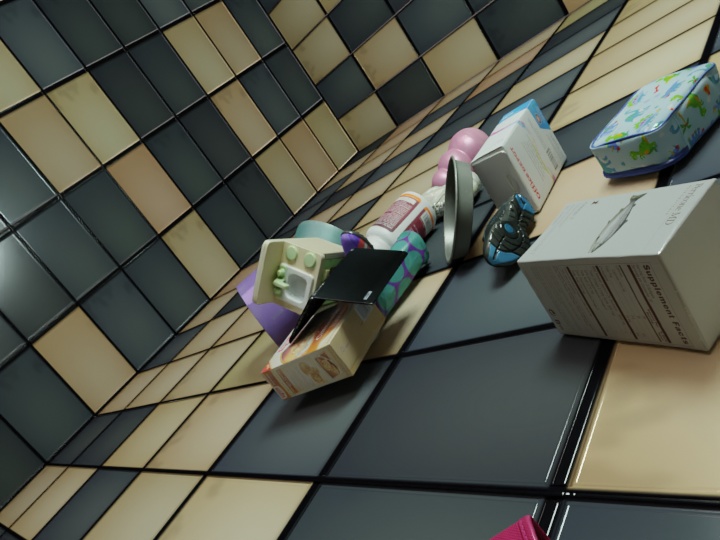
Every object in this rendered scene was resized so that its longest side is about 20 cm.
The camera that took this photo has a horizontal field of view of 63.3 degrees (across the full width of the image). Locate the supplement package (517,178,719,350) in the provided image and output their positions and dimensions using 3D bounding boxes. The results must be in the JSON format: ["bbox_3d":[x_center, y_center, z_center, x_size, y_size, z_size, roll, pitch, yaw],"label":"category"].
[{"bbox_3d":[0.292,-0.005,0.637,0.117,0.119,0.199,-42,15,-20],"label":"supplement package"}]

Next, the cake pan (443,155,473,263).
[{"bbox_3d":[0.188,-0.117,1.127,0.035,0.207,0.201,1,20,3],"label":"cake pan"}]

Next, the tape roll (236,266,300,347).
[{"bbox_3d":[-0.206,0.092,1.398,0.084,0.202,0.200,-38,15,-7],"label":"tape roll"}]

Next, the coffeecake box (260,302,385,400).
[{"bbox_3d":[-0.068,0.139,1.070,0.197,0.074,0.154,-28,18,39],"label":"coffeecake box"}]

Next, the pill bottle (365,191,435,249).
[{"bbox_3d":[0.082,-0.082,1.378,0.200,0.115,0.113,-46,17,-28],"label":"pill bottle"}]

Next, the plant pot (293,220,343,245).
[{"bbox_3d":[-0.098,0.007,1.416,0.198,0.198,0.165,-14,46,57],"label":"plant pot"}]

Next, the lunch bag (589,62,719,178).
[{"bbox_3d":[0.476,-0.237,0.939,0.200,0.083,0.160,-44,17,-20],"label":"lunch bag"}]

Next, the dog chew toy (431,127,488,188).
[{"bbox_3d":[0.256,-0.268,1.505,0.202,0.124,0.124,-51,18,-13],"label":"dog chew toy"}]

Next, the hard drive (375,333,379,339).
[{"bbox_3d":[-0.048,0.153,1.181,0.132,0.026,0.199,-44,15,-15],"label":"hard drive"}]

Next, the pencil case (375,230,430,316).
[{"bbox_3d":[0.064,0.014,1.198,0.201,0.085,0.093,-49,-1,-30],"label":"pencil case"}]

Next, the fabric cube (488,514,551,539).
[{"bbox_3d":[0.058,0.277,0.231,0.197,0.198,0.201,-36,15,12],"label":"fabric cube"}]

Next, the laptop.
[{"bbox_3d":[-0.023,0.048,1.069,0.178,0.102,0.202,-50,-8,-50],"label":"laptop"}]

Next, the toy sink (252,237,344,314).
[{"bbox_3d":[-0.112,0.012,1.206,0.109,0.135,0.198,19,12,26],"label":"toy sink"}]

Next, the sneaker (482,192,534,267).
[{"bbox_3d":[0.249,-0.054,1.014,0.082,0.073,0.200,-47,1,41],"label":"sneaker"}]

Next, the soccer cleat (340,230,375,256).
[{"bbox_3d":[0.000,0.000,1.224,0.066,0.202,0.075,9,55,25],"label":"soccer cleat"}]

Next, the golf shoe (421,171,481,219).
[{"bbox_3d":[0.201,-0.166,1.420,0.197,0.076,0.092,-32,19,29],"label":"golf shoe"}]

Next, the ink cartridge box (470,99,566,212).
[{"bbox_3d":[0.312,-0.215,1.143,0.083,0.146,0.201,-21,23,45],"label":"ink cartridge box"}]
